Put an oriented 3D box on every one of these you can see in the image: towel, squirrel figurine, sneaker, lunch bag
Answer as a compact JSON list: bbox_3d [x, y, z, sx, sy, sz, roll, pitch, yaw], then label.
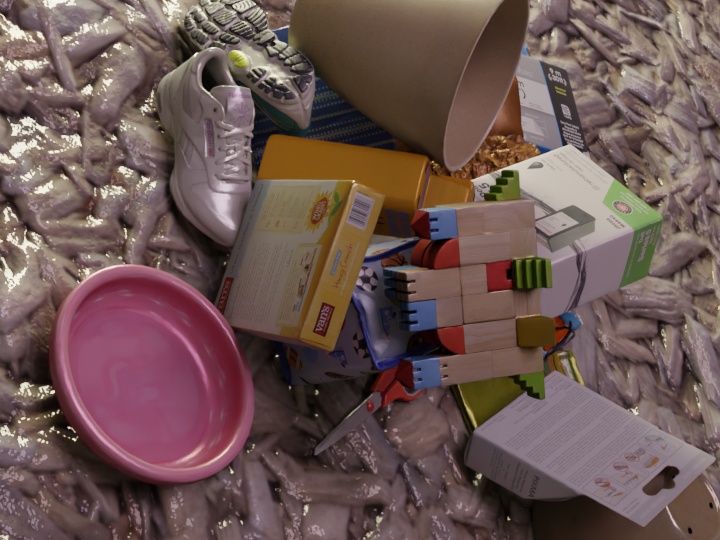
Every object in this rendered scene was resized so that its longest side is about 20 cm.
[{"bbox_3d":[-0.050,-0.164,1.672,0.144,0.024,0.201,-15,71,-5],"label":"towel"},{"bbox_3d":[0.178,0.137,1.754,0.199,0.018,0.086,-8,69,-46],"label":"towel"},{"bbox_3d":[0.084,-0.137,1.743,0.186,0.142,0.200,-6,52,-37],"label":"squirrel figurine"},{"bbox_3d":[-0.113,-0.204,1.634,0.077,0.080,0.200,-29,55,-16],"label":"sneaker"},{"bbox_3d":[0.035,0.031,1.535,0.199,0.170,0.124,-21,94,-35],"label":"lunch bag"},{"bbox_3d":[-0.138,-0.119,1.560,0.075,0.100,0.201,-2,67,-42],"label":"sneaker"}]

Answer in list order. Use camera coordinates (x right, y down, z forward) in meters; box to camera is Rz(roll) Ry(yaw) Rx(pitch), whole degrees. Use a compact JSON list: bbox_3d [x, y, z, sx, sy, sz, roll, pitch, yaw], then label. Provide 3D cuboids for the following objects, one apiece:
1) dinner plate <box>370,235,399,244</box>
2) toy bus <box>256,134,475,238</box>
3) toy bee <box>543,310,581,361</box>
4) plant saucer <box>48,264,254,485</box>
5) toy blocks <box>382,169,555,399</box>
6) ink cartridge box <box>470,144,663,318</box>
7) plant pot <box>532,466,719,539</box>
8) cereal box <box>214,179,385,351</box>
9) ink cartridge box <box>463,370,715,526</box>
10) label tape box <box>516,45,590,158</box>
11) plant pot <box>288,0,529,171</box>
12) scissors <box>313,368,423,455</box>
[{"bbox_3d":[0.000,0.000,1.672,0.200,0.024,0.201,23,50,-30],"label":"dinner plate"},{"bbox_3d":[0.007,-0.078,1.579,0.199,0.078,0.065,9,65,13],"label":"toy bus"},{"bbox_3d":[0.183,0.032,1.727,0.131,0.200,0.109,-39,85,-18],"label":"toy bee"},{"bbox_3d":[-0.185,0.094,1.411,0.200,0.051,0.201,23,51,-31],"label":"plant saucer"},{"bbox_3d":[0.084,0.019,1.423,0.136,0.100,0.201,-6,97,-21],"label":"toy blocks"},{"bbox_3d":[0.181,-0.033,1.655,0.199,0.084,0.145,-21,49,-33],"label":"ink cartridge box"},{"bbox_3d":[0.295,0.263,1.693,0.200,0.134,0.201,24,49,-31],"label":"plant pot"},{"bbox_3d":[-0.060,-0.008,1.452,0.039,0.200,0.145,22,83,-27],"label":"cereal box"},{"bbox_3d":[0.230,0.190,1.648,0.200,0.057,0.162,32,37,25],"label":"ink cartridge box"},{"bbox_3d":[0.186,-0.214,1.959,0.143,0.066,0.201,12,58,-39],"label":"label tape box"},{"bbox_3d":[0.037,-0.223,1.606,0.199,0.188,0.187,25,38,17],"label":"plant pot"},{"bbox_3d":[0.018,0.132,1.604,0.073,0.014,0.200,56,44,-24],"label":"scissors"}]
